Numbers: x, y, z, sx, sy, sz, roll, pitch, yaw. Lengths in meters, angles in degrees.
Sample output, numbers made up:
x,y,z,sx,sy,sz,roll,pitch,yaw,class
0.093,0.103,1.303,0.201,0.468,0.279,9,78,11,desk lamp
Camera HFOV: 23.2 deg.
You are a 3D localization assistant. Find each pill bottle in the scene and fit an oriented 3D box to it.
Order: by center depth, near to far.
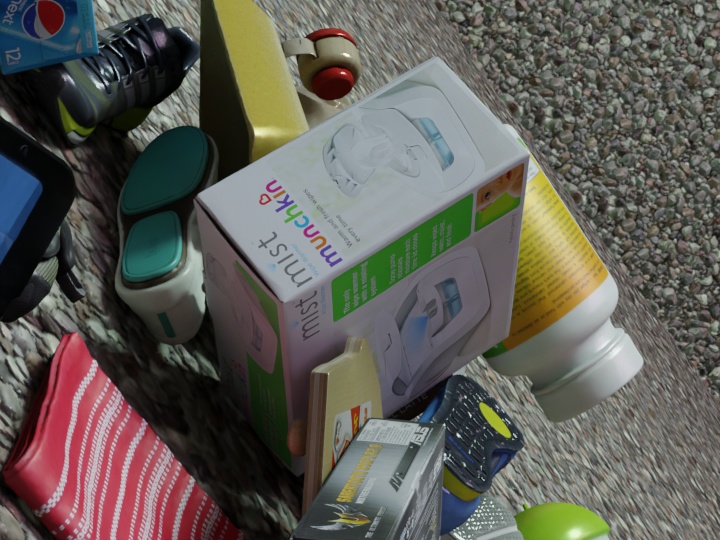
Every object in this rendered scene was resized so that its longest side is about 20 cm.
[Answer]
x,y,z,sx,sy,sz,roll,pitch,yaw,class
0.117,0.006,1.271,0.201,0.111,0.111,56,14,-4,pill bottle

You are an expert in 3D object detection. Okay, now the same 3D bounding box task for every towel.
x,y,z,sx,sy,sz,roll,pitch,yaw,class
-0.103,0.135,0.900,0.200,0.022,0.145,52,16,-18,towel

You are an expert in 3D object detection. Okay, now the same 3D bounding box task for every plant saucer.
x,y,z,sx,sy,sz,roll,pitch,yaw,class
-0.071,-0.070,1.177,0.201,0.048,0.201,-109,-161,-47,plant saucer

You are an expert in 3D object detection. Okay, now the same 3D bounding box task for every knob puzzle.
x,y,z,sx,sy,sz,roll,pitch,yaw,class
-0.017,0.137,0.997,0.220,0.030,0.222,3,90,-79,knob puzzle

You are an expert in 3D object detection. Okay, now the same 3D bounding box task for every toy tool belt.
x,y,z,sx,sy,sz,roll,pitch,yaw,class
-0.030,-0.071,1.324,0.201,0.124,0.124,112,-30,-52,toy tool belt

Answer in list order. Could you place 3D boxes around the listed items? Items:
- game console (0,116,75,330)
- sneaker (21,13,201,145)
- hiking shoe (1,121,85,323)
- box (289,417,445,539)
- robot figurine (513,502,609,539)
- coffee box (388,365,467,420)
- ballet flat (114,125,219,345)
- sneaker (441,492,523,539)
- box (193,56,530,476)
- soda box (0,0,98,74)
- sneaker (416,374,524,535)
x,y,z,sx,sy,sz,roll,pitch,yaw,class
-0.191,0.014,0.685,0.200,0.116,0.177,37,23,-51,game console
-0.167,-0.138,1.173,0.074,0.081,0.200,55,15,-2,sneaker
-0.189,-0.027,0.863,0.101,0.076,0.200,55,13,10,hiking shoe
0.004,0.181,0.915,0.200,0.048,0.160,-48,142,-73,box
0.163,0.262,1.308,0.201,0.115,0.175,60,13,15,robot figurine
0.017,0.054,1.291,0.080,0.114,0.200,54,14,-6,coffee box
-0.121,-0.020,1.127,0.070,0.069,0.201,49,20,-26,ballet flat
0.007,0.152,1.148,0.200,0.080,0.071,37,38,1,sneaker
0.000,0.000,1.058,0.097,0.176,0.201,48,-23,27,box
-0.221,-0.214,1.123,0.201,0.064,0.068,-115,-163,-44,soda box
0.049,0.122,1.102,0.066,0.078,0.200,45,17,4,sneaker
